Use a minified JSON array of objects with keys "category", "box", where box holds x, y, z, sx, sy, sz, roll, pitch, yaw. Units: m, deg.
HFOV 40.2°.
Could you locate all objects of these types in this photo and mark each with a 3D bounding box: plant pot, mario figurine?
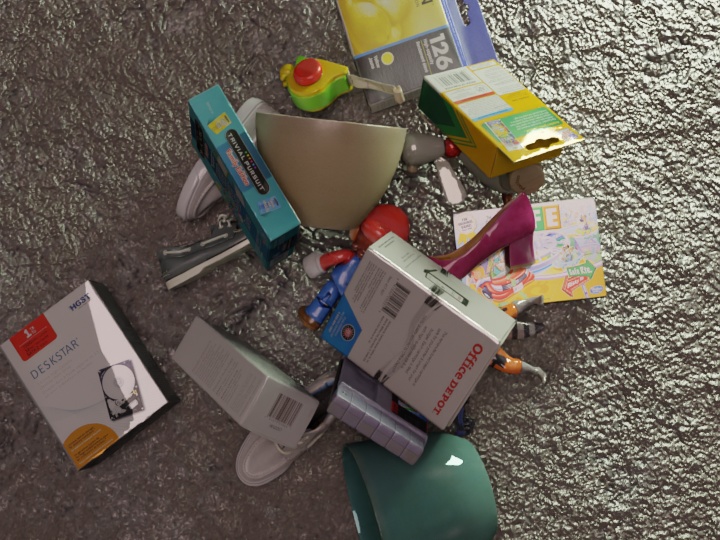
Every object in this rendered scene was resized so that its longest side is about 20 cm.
[{"category":"plant pot","box":[-0.044,-0.127,1.275,0.196,0.200,0.138,7,99,4]},{"category":"plant pot","box":[0.080,0.299,1.250,0.158,0.201,0.205,-14,83,-11]},{"category":"mario figurine","box":[0.000,0.000,1.350,0.202,0.123,0.106,-56,41,5]}]

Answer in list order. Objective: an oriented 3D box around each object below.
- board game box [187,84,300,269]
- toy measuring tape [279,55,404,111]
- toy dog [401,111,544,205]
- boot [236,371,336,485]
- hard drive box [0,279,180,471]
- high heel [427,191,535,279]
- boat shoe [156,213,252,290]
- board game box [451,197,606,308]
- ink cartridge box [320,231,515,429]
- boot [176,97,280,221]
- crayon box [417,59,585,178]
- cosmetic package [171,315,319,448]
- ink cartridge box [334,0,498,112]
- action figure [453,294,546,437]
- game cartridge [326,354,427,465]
[{"category":"board game box","box":[-0.149,-0.114,1.251,0.046,0.151,0.202,-29,83,-13]},{"category":"toy measuring tape","box":[-0.036,-0.244,1.348,0.197,0.073,0.075,22,86,28]},{"category":"toy dog","box":[0.150,-0.134,1.336,0.196,0.132,0.098,17,124,9]},{"category":"boot","box":[-0.094,0.209,1.304,0.074,0.096,0.200,44,88,6]},{"category":"hard drive box","box":[-0.368,0.143,1.343,0.155,0.077,0.201,-36,83,-1]},{"category":"high heel","box":[0.137,-0.039,1.293,0.195,0.067,0.098,-10,102,-2]},{"category":"boat shoe","box":[-0.191,-0.044,1.355,0.197,0.073,0.063,-29,87,5]},{"category":"board game box","box":[0.229,-0.020,1.347,0.195,0.034,0.138,-7,84,3]},{"category":"ink cartridge box","box":[0.071,0.074,1.224,0.198,0.084,0.147,36,117,10]},{"category":"boot","box":[-0.165,-0.136,1.359,0.095,0.074,0.202,34,86,13]},{"category":"crayon box","box":[0.181,-0.194,1.290,0.124,0.052,0.201,-18,49,-27]},{"category":"cosmetic package","box":[-0.151,0.141,1.267,0.199,0.101,0.075,28,86,50]},{"category":"ink cartridge box","box":[0.075,-0.350,1.384,0.196,0.047,0.202,-19,83,4]},{"category":"action figure","box":[0.153,0.118,1.324,0.189,0.105,0.204,-2,115,12]},{"category":"game cartridge","box":[0.026,0.160,1.230,0.128,0.200,0.039,28,104,-4]}]
